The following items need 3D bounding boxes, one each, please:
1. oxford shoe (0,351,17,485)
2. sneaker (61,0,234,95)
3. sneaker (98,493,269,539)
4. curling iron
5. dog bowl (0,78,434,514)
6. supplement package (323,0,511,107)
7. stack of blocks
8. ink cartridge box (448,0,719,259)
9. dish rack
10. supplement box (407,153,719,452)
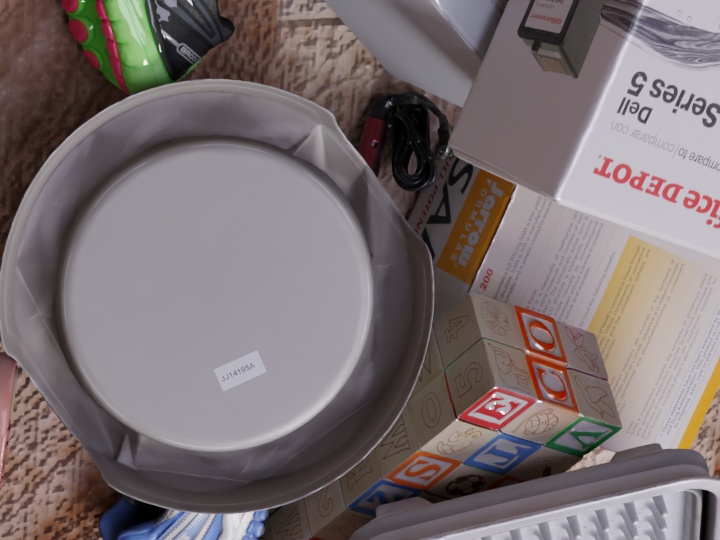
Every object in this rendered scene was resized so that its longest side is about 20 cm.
[{"bbox_3d":[-0.214,0.126,1.072,0.074,0.071,0.200,11,103,-11],"label":"oxford shoe"},{"bbox_3d":[-0.099,-0.178,1.022,0.084,0.077,0.200,-28,131,-29],"label":"sneaker"},{"bbox_3d":[-0.079,0.061,1.121,0.085,0.077,0.200,6,104,-31],"label":"sneaker"},{"bbox_3d":[0.000,0.000,1.144,0.026,0.050,0.200,50,58,-67],"label":"curling iron"},{"bbox_3d":[-0.068,0.010,1.058,0.200,0.059,0.200,-1,96,-7],"label":"dog bowl"},{"bbox_3d":[0.077,-0.193,1.076,0.200,0.152,0.151,-50,129,-7],"label":"supplement package"},{"bbox_3d":[0.040,0.101,1.157,0.115,0.059,0.200,18,134,-36],"label":"stack of blocks"},{"bbox_3d":[0.148,-0.115,1.006,0.145,0.084,0.200,16,100,-40],"label":"ink cartridge box"},{"bbox_3d":[0.086,0.149,1.151,0.200,0.044,0.172,-12,144,-3],"label":"dish rack"},{"bbox_3d":[0.111,0.020,1.231,0.200,0.074,0.126,21,96,-38],"label":"supplement box"}]
